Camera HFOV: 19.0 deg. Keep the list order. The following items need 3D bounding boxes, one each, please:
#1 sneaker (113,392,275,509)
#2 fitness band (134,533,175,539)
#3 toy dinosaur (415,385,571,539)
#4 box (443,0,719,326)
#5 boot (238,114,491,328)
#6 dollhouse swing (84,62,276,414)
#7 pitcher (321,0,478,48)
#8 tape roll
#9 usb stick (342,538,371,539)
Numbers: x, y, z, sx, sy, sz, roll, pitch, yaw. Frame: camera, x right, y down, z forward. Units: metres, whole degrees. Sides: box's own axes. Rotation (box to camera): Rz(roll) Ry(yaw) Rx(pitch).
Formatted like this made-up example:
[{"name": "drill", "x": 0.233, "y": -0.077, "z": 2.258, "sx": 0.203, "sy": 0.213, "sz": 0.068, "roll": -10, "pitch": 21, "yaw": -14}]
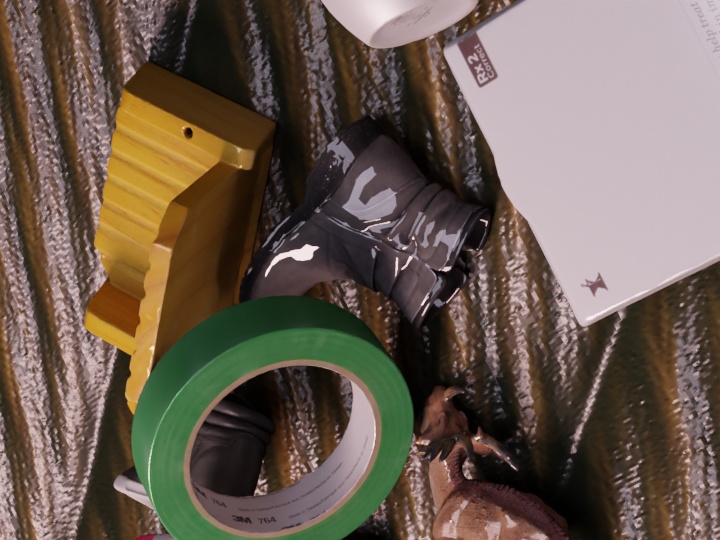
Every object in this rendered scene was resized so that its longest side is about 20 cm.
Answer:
[{"name": "sneaker", "x": -0.125, "y": 0.145, "z": 1.683, "sx": 0.200, "sy": 0.070, "sz": 0.100, "roll": -7, "pitch": 58, "yaw": 61}, {"name": "fitness band", "x": -0.107, "y": 0.251, "z": 1.628, "sx": 0.143, "sy": 0.038, "sz": 0.200, "roll": 36, "pitch": 158, "yaw": -19}, {"name": "toy dinosaur", "x": 0.101, "y": 0.177, "z": 1.521, "sx": 0.199, "sy": 0.086, "sz": 0.136, "roll": 28, "pitch": 112, "yaw": 19}, {"name": "box", "x": 0.193, "y": -0.103, "z": 1.335, "sx": 0.199, "sy": 0.130, "sz": 0.200, "roll": -28, "pitch": 88, "yaw": 37}, {"name": "boot", "x": 0.000, "y": 0.000, "z": 1.545, "sx": 0.132, "sy": 0.070, "sz": 0.200, "roll": 42, "pitch": 128, "yaw": 11}, {"name": "dollhouse swing", "x": -0.166, "y": -0.017, "z": 1.586, "sx": 0.181, "sy": 0.175, "sz": 0.201, "roll": 27, "pitch": 119, "yaw": 25}, {"name": "pitcher", "x": -0.004, "y": -0.247, "z": 1.450, "sx": 0.171, "sy": 0.121, "sz": 0.201, "roll": -38, "pitch": 70, "yaw": 57}, {"name": "tape roll", "x": -0.062, "y": 0.116, "z": 1.530, "sx": 0.048, "sy": 0.199, "sz": 0.202, "roll": -127, "pitch": 45, "yaw": -53}, {"name": "usb stick", "x": -0.059, "y": 0.232, "z": 1.677, "sx": 0.199, "sy": 0.033, "sz": 0.056, "roll": -1, "pitch": 106, "yaw": 36}]
